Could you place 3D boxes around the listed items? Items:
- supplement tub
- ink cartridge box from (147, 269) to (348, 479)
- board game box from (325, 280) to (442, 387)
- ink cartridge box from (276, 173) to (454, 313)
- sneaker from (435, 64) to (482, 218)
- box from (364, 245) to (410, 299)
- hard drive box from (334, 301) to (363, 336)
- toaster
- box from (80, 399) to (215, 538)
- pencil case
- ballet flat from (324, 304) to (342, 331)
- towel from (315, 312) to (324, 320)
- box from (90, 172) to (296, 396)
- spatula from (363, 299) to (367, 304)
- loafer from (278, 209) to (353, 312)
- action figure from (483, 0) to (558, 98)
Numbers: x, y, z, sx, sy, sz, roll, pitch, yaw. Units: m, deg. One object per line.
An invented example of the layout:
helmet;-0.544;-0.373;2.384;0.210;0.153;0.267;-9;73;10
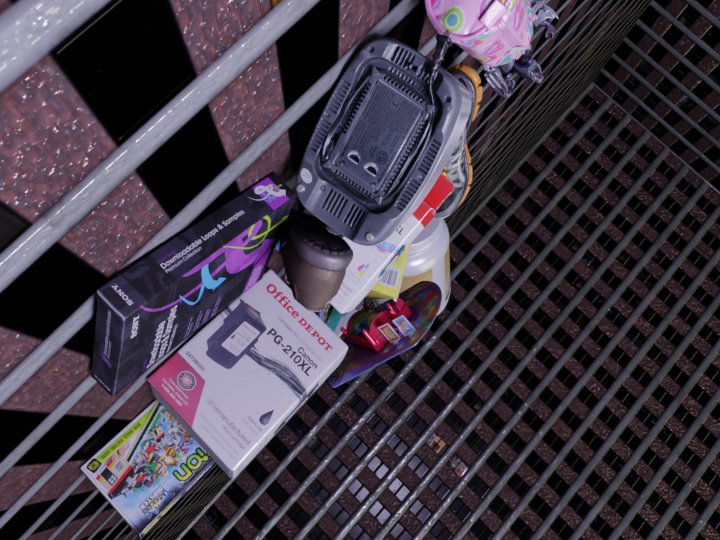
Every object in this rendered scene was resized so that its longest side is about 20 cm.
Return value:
supplement tub;0.079;-0.021;1.071;0.145;0.143;0.202;-43;147;-24
ink cartridge box;-0.132;0.122;0.779;0.200;0.145;0.085;-44;172;-25
board game box;0.019;0.069;0.865;0.198;0.039;0.159;-31;-160;25
ink cartridge box;0.008;-0.063;0.759;0.201;0.116;0.067;-49;171;5
sneaker;0.103;-0.159;0.830;0.077;0.077;0.204;-39;140;-48
box;0.000;0.000;0.899;0.199;0.049;0.077;-4;-111;68
hard drive box;-0.070;0.094;1.157;0.201;0.076;0.156;-52;180;21
toaster;0.030;-0.127;0.596;0.202;0.112;0.129;-61;172;20
box;-0.236;0.218;0.812;0.200;0.110;0.035;-44;172;-31
pencil case;0.120;-0.247;0.608;0.088;0.087;0.200;-50;171;20
ballet flat;-0.077;0.107;1.050;0.071;0.070;0.203;-31;144;-64
towel;-0.092;0.077;0.979;0.201;0.023;0.147;122;-23;-46
box;-0.148;0.012;0.571;0.199;0.036;0.144;-41;169;-39
spatula;-0.001;-0.007;1.008;0.057;0.020;0.200;-66;-158;15
loafer;-0.055;-0.013;0.638;0.200;0.071;0.072;-109;-144;-76
action figure;0.223;-0.313;0.914;0.129;0.070;0.200;-40;169;7
